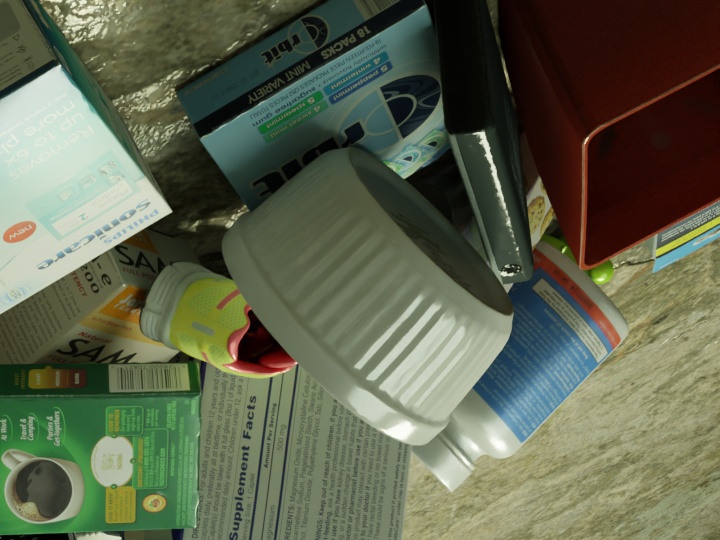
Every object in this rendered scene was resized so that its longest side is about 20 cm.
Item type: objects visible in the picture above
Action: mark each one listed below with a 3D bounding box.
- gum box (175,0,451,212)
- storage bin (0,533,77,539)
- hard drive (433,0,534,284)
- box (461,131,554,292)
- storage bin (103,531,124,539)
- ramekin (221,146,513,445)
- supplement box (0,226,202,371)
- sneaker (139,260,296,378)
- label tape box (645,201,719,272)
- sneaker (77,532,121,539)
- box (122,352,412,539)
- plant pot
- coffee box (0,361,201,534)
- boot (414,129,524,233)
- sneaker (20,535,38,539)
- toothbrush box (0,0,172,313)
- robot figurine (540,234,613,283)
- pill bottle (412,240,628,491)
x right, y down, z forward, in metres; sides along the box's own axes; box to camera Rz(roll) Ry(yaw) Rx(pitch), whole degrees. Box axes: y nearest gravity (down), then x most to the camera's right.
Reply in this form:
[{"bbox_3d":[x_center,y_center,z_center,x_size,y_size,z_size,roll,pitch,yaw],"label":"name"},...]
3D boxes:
[{"bbox_3d":[-0.018,-0.106,1.198,0.169,0.045,0.200,-31,155,1],"label":"gum box"},{"bbox_3d":[-0.307,0.206,1.401,0.134,0.094,0.201,-23,155,-16],"label":"storage bin"},{"bbox_3d":[0.085,-0.099,1.189,0.033,0.141,0.200,-8,150,9],"label":"hard drive"},{"bbox_3d":[0.134,-0.073,1.309,0.201,0.038,0.042,-57,134,-20],"label":"box"},{"bbox_3d":[-0.141,0.150,1.456,0.198,0.147,0.134,-16,179,-29],"label":"storage bin"},{"bbox_3d":[0.013,0.009,1.172,0.105,0.201,0.200,-45,153,12],"label":"ramekin"},{"bbox_3d":[-0.212,0.052,1.240,0.200,0.074,0.126,-40,153,18],"label":"supplement box"},{"bbox_3d":[-0.063,0.044,1.218,0.199,0.090,0.079,0,110,-56],"label":"sneaker"},{"bbox_3d":[0.313,-0.091,1.576,0.142,0.066,0.200,-28,158,-4],"label":"label tape box"},{"bbox_3d":[-0.182,0.223,1.573,0.199,0.077,0.112,-24,138,-28],"label":"sneaker"},{"bbox_3d":[-0.066,0.136,1.352,0.198,0.186,0.105,14,166,-32],"label":"box"},{"bbox_3d":[0.194,-0.154,1.188,0.199,0.177,0.200,-27,155,-6],"label":"plant pot"},{"bbox_3d":[-0.209,0.121,1.187,0.198,0.044,0.124,-2,123,-9],"label":"coffee box"},{"bbox_3d":[0.106,-0.040,1.401,0.199,0.068,0.190,-31,141,-38],"label":"boot"},{"bbox_3d":[-0.254,0.268,1.598,0.099,0.071,0.199,-47,155,21],"label":"sneaker"},{"bbox_3d":[-0.215,-0.067,1.005,0.146,0.086,0.200,-30,157,-1],"label":"toothbrush box"},{"bbox_3d":[0.152,0.042,1.578,0.175,0.116,0.200,-32,156,-11],"label":"robot figurine"},{"bbox_3d":[0.116,0.082,1.430,0.200,0.112,0.112,-45,156,-4],"label":"pill bottle"}]
